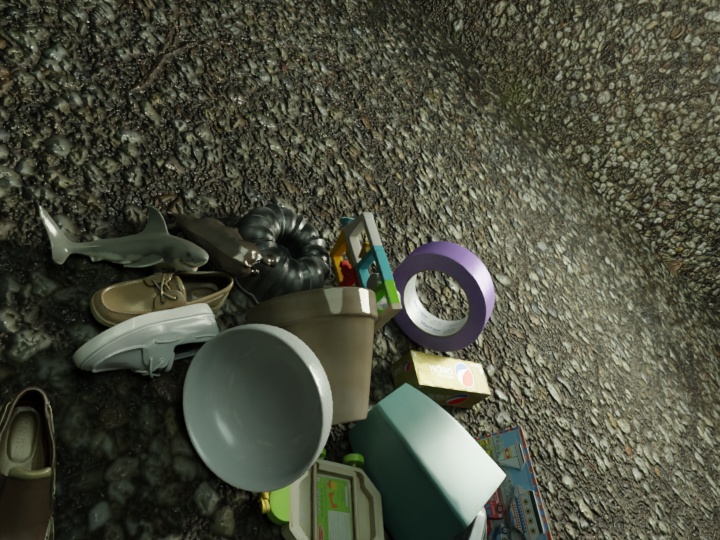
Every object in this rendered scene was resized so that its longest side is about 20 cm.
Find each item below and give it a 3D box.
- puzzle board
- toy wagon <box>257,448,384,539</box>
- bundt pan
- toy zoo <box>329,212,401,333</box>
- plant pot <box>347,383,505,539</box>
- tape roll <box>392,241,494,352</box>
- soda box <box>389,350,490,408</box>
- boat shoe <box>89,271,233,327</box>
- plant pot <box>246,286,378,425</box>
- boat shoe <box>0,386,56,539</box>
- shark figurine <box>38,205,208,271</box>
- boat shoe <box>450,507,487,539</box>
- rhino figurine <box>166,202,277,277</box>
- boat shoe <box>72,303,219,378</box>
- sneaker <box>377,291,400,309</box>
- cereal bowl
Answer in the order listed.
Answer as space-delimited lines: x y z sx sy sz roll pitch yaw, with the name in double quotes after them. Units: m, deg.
0.212 0.365 0.893 0.017 0.148 0.204 46 28 -45 "puzzle board"
-0.054 0.319 0.748 0.197 0.040 0.158 22 44 -28 "toy wagon"
-0.132 -0.030 0.958 0.199 0.076 0.205 28 41 -27 "bundt pan"
0.000 0.000 0.914 0.020 0.131 0.204 -1 61 -32 "toy zoo"
0.085 0.287 0.842 0.140 0.142 0.201 -18 64 -51 "plant pot"
0.153 0.051 1.068 0.201 0.200 0.066 48 36 2 "tape roll"
0.151 0.206 1.040 0.197 0.064 0.069 15 47 -36 "soda box"
-0.269 0.029 0.771 0.198 0.064 0.072 -9 64 -49 "boat shoe"
-0.061 0.135 0.809 0.197 0.198 0.178 5 71 -42 "plant pot"
-0.330 0.211 0.535 0.074 0.075 0.206 8 52 -40 "boat shoe"
-0.314 -0.046 0.768 0.209 0.128 0.092 6 89 -14 "shark figurine"
0.158 0.447 0.815 0.070 0.072 0.202 32 54 -8 "boat shoe"
-0.226 -0.049 0.852 0.197 0.061 0.087 31 7 20 "rhino figurine"
-0.263 0.100 0.719 0.069 0.072 0.199 56 28 12 "boat shoe"
-0.001 0.085 1.000 0.197 0.075 0.084 -13 71 -37 "sneaker"
-0.121 0.164 0.703 0.202 0.199 0.083 53 18 8 "cereal bowl"
